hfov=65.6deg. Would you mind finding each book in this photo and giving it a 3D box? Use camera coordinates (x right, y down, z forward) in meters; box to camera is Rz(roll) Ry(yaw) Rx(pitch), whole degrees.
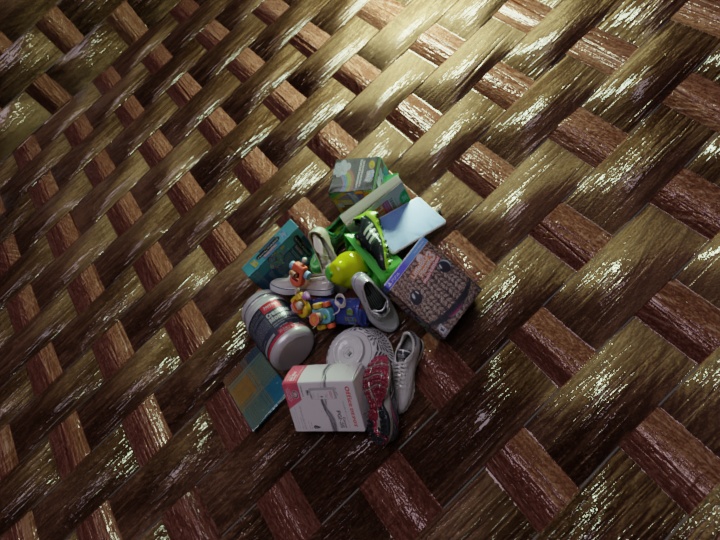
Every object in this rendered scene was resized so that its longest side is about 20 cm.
[{"bbox_3d":[0.051,-0.167,1.603,0.198,0.134,0.048,-37,55,2],"label":"book"}]

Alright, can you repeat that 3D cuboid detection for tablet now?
[{"bbox_3d":[0.127,-0.127,1.551,0.197,0.014,0.130,-29,56,-22],"label":"tablet"}]

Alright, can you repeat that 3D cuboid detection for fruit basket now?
[{"bbox_3d":[0.000,0.000,1.520,0.208,0.157,0.220,-5,53,7],"label":"fruit basket"}]

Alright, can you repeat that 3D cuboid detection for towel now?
[{"bbox_3d":[-0.291,0.327,1.561,0.147,0.022,0.200,-44,53,-4],"label":"towel"}]

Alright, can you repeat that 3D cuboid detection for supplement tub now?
[{"bbox_3d":[-0.231,0.162,1.548,0.140,0.141,0.200,-44,56,-4],"label":"supplement tub"}]

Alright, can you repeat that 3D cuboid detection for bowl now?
[{"bbox_3d":[-0.017,0.224,1.449,0.195,0.094,0.206,-10,60,18],"label":"bowl"}]

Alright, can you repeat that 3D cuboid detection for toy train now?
[{"bbox_3d":[-0.135,0.070,1.479,0.198,0.055,0.153,36,120,25],"label":"toy train"}]

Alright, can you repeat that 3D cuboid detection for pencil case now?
[{"bbox_3d":[-0.059,0.109,1.521,0.196,0.086,0.081,0,92,36],"label":"pencil case"}]

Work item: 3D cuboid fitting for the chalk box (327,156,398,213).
[{"bbox_3d":[0.022,-0.251,1.668,0.194,0.124,0.128,1,63,23],"label":"chalk box"}]

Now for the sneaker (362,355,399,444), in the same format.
[{"bbox_3d":[0.054,0.307,1.340,0.079,0.074,0.207,-5,83,39],"label":"sneaker"}]

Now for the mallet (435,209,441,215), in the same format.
[{"bbox_3d":[0.136,-0.136,1.604,0.197,0.041,0.067,-31,72,1],"label":"mallet"}]

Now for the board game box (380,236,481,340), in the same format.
[{"bbox_3d":[0.175,0.047,1.404,0.199,0.097,0.160,40,82,3],"label":"board game box"}]

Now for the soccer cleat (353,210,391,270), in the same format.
[{"bbox_3d":[0.029,-0.073,1.470,0.079,0.068,0.204,-18,50,4],"label":"soccer cleat"}]

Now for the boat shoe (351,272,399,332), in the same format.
[{"bbox_3d":[0.043,0.094,1.424,0.074,0.201,0.067,-44,29,-6],"label":"boat shoe"}]

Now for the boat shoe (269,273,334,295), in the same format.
[{"bbox_3d":[-0.166,0.027,1.566,0.194,0.071,0.072,3,109,21],"label":"boat shoe"}]

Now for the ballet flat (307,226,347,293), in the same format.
[{"bbox_3d":[-0.095,-0.028,1.581,0.068,0.069,0.204,-26,87,8],"label":"ballet flat"}]

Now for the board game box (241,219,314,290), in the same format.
[{"bbox_3d":[-0.233,-0.030,1.645,0.200,0.151,0.047,-46,55,-5],"label":"board game box"}]

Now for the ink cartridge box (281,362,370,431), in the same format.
[{"bbox_3d":[-0.078,0.315,1.386,0.194,0.151,0.083,-7,20,22],"label":"ink cartridge box"}]

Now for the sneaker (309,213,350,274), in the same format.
[{"bbox_3d":[-0.095,-0.084,1.653,0.073,0.084,0.203,26,77,32],"label":"sneaker"}]

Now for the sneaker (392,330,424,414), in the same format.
[{"bbox_3d":[0.101,0.251,1.388,0.074,0.081,0.206,7,74,21],"label":"sneaker"}]
